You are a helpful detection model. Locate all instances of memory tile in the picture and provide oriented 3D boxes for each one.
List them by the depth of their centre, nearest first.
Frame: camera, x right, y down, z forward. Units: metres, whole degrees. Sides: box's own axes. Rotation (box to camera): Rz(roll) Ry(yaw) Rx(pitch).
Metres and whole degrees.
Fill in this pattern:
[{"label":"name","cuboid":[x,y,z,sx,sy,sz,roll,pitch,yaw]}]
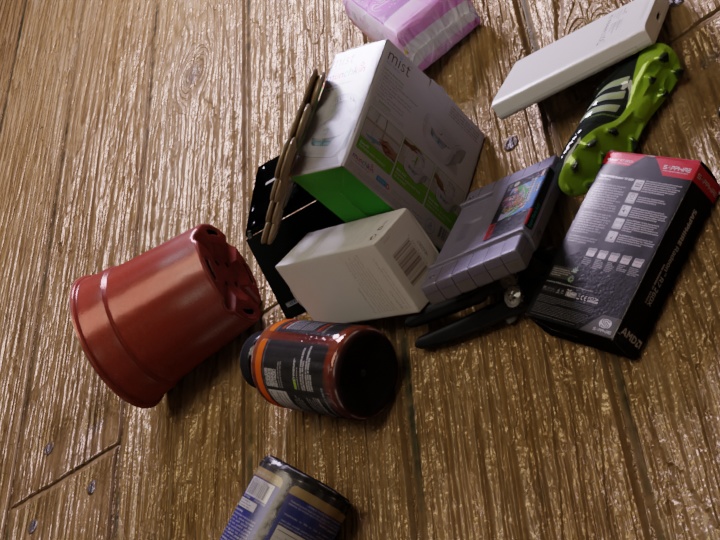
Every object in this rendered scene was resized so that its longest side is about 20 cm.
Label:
[{"label":"memory tile","cuboid":[-0.081,-0.133,1.465,0.201,0.017,0.155,109,179,-61]}]

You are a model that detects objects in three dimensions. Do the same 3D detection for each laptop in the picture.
[{"label":"laptop","cuboid":[-0.052,-0.071,1.582,0.176,0.103,0.202,-26,41,31]}]

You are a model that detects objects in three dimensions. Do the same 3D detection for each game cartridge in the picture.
[{"label":"game cartridge","cuboid":[0.148,-0.049,1.330,0.129,0.039,0.201,-28,19,36]}]

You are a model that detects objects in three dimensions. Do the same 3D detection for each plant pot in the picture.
[{"label":"plant pot","cuboid":[-0.248,0.049,1.632,0.194,0.201,0.202,-30,41,15]}]

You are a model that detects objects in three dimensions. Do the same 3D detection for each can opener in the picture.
[{"label":"can opener","cuboid":[0.132,0.038,1.330,0.199,0.078,0.064,-32,80,31]}]

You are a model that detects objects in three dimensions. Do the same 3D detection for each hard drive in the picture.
[{"label":"hard drive","cuboid":[0.252,-0.249,1.403,0.198,0.026,0.132,-25,20,34]}]

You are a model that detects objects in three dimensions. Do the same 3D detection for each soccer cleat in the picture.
[{"label":"soccer cleat","cuboid":[0.271,-0.163,1.330,0.201,0.067,0.081,-51,26,-8]}]

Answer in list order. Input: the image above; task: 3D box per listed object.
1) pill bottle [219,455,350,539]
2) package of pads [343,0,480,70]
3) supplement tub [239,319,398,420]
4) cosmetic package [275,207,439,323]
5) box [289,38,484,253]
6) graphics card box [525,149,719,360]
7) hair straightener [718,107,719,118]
[{"label":"pill bottle","cuboid":[-0.102,0.311,1.308,0.111,0.112,0.202,15,72,51]},{"label":"package of pads","cuboid":[0.066,-0.355,1.680,0.120,0.076,0.200,-36,38,-4]},{"label":"supplement tub","cuboid":[-0.056,0.111,1.424,0.199,0.107,0.108,3,63,48]},{"label":"cosmetic package","cuboid":[0.000,0.000,1.425,0.199,0.102,0.074,-9,31,52]},{"label":"box","cuboid":[0.039,-0.138,1.443,0.096,0.199,0.179,-7,57,44]},{"label":"graphics card box","cuboid":[0.262,-0.019,1.227,0.125,0.051,0.202,15,71,51]},{"label":"hair straightener","cuboid":[0.431,-0.164,1.165,0.198,0.041,0.078,-12,52,42]}]
